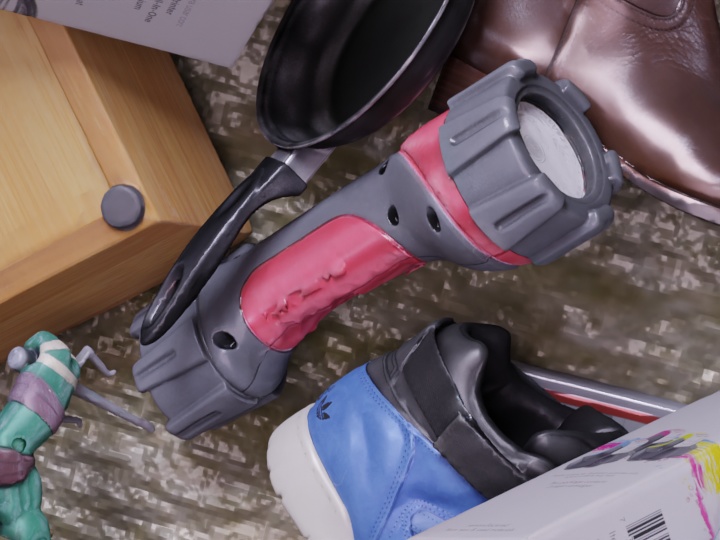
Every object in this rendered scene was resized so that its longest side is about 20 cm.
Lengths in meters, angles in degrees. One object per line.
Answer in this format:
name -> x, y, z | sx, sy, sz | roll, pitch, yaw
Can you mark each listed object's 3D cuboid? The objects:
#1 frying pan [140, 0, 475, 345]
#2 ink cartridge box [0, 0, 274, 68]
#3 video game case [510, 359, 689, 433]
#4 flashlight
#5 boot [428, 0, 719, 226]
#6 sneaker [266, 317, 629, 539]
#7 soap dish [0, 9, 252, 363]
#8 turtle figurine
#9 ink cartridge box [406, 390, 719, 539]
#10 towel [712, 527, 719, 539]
frying pan -> -0.007, -0.058, 0.974 | 0.031, 0.115, 0.191 | 33, 64, -28
ink cartridge box -> -0.117, -0.171, 0.946 | 0.199, 0.084, 0.146 | 13, 62, -14
video game case -> 0.082, 0.143, 1.034 | 0.142, 0.017, 0.201 | 14, 98, 11
flashlight -> 0.000, 0.000, 0.983 | 0.200, 0.068, 0.068 | -33, 86, 32
boot -> 0.136, -0.121, 0.977 | 0.185, 0.064, 0.201 | 21, 95, 7
sneaker -> 0.063, 0.111, 0.985 | 0.111, 0.077, 0.200 | -38, 80, 23
soap dish -> -0.154, -0.068, 1.033 | 0.157, 0.081, 0.201 | -26, 91, 14
turtle figurine -> -0.149, 0.091, 1.006 | 0.199, 0.101, 0.150 | 24, 116, -18
ink cartridge box -> 0.122, 0.112, 0.945 | 0.068, 0.199, 0.116 | -7, 101, 53
towel -> 0.182, 0.144, 0.917 | 0.048, 0.172, 0.200 | -10, 130, 50
